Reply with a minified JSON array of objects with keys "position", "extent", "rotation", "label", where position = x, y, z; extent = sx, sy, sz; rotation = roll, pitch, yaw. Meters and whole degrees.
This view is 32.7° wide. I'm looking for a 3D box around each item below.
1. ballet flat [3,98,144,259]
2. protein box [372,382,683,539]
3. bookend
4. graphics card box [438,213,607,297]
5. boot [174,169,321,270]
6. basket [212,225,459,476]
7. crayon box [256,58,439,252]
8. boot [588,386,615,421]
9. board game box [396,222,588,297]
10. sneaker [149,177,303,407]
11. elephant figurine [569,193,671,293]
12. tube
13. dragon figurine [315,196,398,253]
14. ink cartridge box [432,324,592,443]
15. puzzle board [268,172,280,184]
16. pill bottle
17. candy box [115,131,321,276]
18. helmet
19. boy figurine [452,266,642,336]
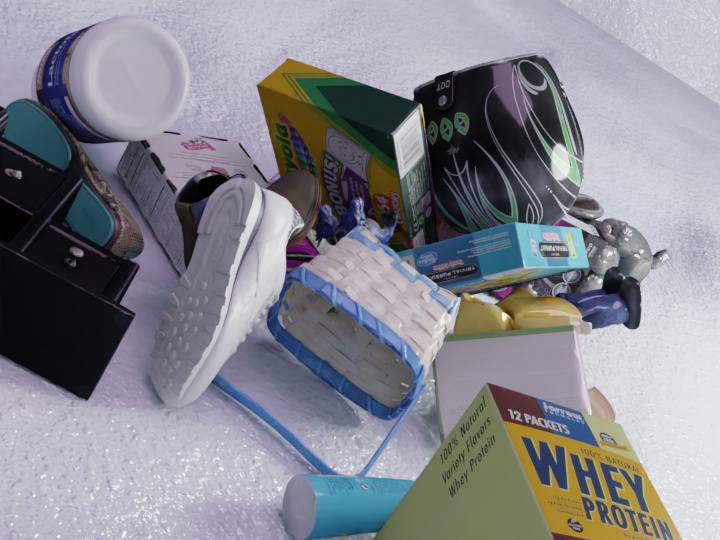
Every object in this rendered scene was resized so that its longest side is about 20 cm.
[{"position":[-0.271,-0.080,1.170],"extent":[0.200,0.068,0.075],"rotation":[49,9,23],"label":"ballet flat"},{"position":[0.121,0.232,0.892],"extent":[0.135,0.199,0.200],"rotation":[19,29,-25],"label":"protein box"},{"position":[-0.267,-0.021,1.024],"extent":[0.200,0.092,0.199],"rotation":[30,26,-7],"label":"bookend"},{"position":[0.183,-0.033,1.496],"extent":[0.200,0.126,0.051],"rotation":[25,20,-16],"label":"graphics card box"},{"position":[-0.099,-0.063,1.121],"extent":[0.075,0.097,0.200],"rotation":[5,37,28],"label":"boot"},{"position":[-0.016,0.075,1.104],"extent":[0.176,0.139,0.200],"rotation":[40,55,11],"label":"basket"},{"position":[-0.010,-0.109,1.295],"extent":[0.172,0.200,0.058],"rotation":[23,55,29],"label":"crayon box"},{"position":[0.159,0.121,1.284],"extent":[0.155,0.077,0.200],"rotation":[-13,57,-49],"label":"boot"},{"position":[0.129,-0.007,1.254],"extent":[0.200,0.151,0.047],"rotation":[0,77,-62],"label":"board game box"},{"position":[-0.108,0.026,1.032],"extent":[0.076,0.200,0.080],"rotation":[17,-10,42],"label":"sneaker"},{"position":[0.276,-0.043,1.630],"extent":[0.200,0.142,0.155],"rotation":[35,-8,42],"label":"elephant figurine"},{"position":[0.034,0.191,1.012],"extent":[0.200,0.051,0.077],"rotation":[5,4,-33],"label":"tube"},{"position":[0.000,0.000,1.246],"extent":[0.059,0.200,0.099],"rotation":[13,38,27],"label":"dragon figurine"},{"position":[0.147,0.149,1.160],"extent":[0.145,0.048,0.200],"rotation":[-5,55,1],"label":"ink cartridge box"},{"position":[-0.009,-0.134,1.498],"extent":[0.150,0.017,0.200],"rotation":[3,22,16],"label":"puzzle board"},{"position":[-0.253,-0.182,1.208],"extent":[0.116,0.116,0.200],"rotation":[17,-5,-29],"label":"pill bottle"},{"position":[-0.147,-0.059,1.256],"extent":[0.136,0.061,0.200],"rotation":[4,38,-41],"label":"candy box"},{"position":[0.150,-0.124,1.337],"extent":[0.200,0.200,0.191],"rotation":[-16,92,-57],"label":"helmet"},{"position":[0.186,0.042,1.281],"extent":[0.200,0.065,0.124],"rotation":[-6,21,-15],"label":"boy figurine"}]
